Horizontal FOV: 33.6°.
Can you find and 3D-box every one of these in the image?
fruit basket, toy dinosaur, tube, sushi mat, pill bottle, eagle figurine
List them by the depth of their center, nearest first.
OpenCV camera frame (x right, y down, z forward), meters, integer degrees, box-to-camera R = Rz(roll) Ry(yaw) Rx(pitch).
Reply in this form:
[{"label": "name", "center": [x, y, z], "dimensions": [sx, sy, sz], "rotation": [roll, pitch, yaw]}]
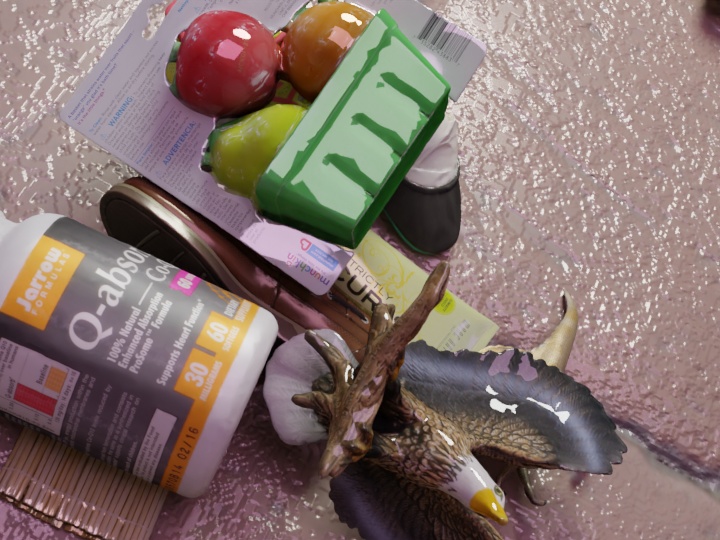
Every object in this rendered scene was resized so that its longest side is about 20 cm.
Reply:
[{"label": "pill bottle", "center": [-0.156, 0.038, 0.674], "dimensions": [0.199, 0.117, 0.117], "rotation": [25, 58, -4]}, {"label": "eagle figurine", "center": [0.049, 0.108, 0.690], "dimensions": [0.200, 0.151, 0.152], "rotation": [36, 34, -45]}, {"label": "fruit basket", "center": [-0.052, -0.112, 0.730], "dimensions": [0.199, 0.094, 0.186], "rotation": [32, 81, 13]}, {"label": "sushi mat", "center": [-0.142, 0.068, 0.738], "dimensions": [0.095, 0.012, 0.201], "rotation": [23, 58, -6]}, {"label": "toy dinosaur", "center": [0.117, 0.085, 0.788], "dimensions": [0.101, 0.058, 0.200], "rotation": [45, 59, 10]}, {"label": "tube", "center": [0.000, 0.000, 0.802], "dimensions": [0.200, 0.052, 0.058], "rotation": [41, 103, 1]}]

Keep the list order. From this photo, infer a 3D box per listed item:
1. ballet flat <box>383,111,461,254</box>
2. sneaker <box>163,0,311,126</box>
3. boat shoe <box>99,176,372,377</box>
[{"label": "ballet flat", "center": [0.031, -0.112, 0.857], "dimensions": [0.067, 0.068, 0.201], "rotation": [-8, 66, -23]}, {"label": "sneaker", "center": [-0.050, -0.134, 0.795], "dimensions": [0.198, 0.091, 0.079], "rotation": [10, 51, 13]}, {"label": "boat shoe", "center": [-0.073, 0.006, 0.753], "dimensions": [0.200, 0.072, 0.068], "rotation": [42, 53, -8]}]
